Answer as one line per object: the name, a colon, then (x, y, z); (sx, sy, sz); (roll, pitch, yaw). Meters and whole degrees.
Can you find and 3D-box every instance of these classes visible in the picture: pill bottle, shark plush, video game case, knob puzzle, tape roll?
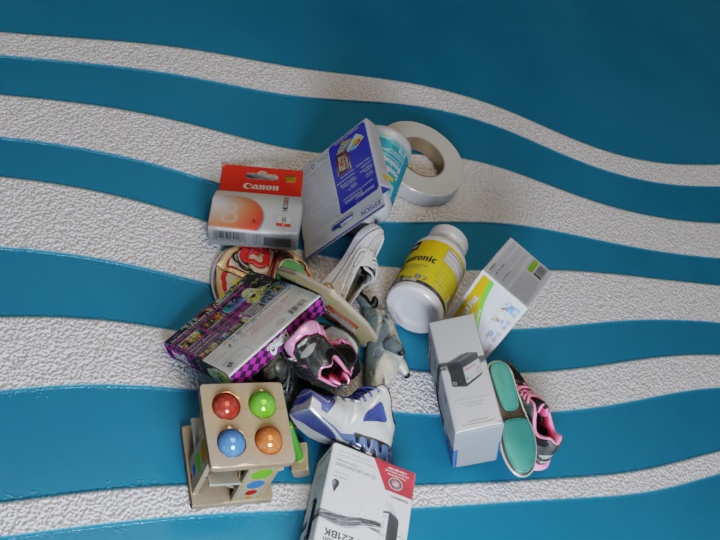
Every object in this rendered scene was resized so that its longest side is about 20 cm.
pill bottle: (0.130, 0.009, 1.676); (0.110, 0.112, 0.201); (32, 47, 0)
pill bottle: (0.021, -0.167, 1.741); (0.109, 0.111, 0.203); (24, 62, -7)
shark plush: (0.020, 0.109, 1.580); (0.082, 0.091, 0.204); (-19, 66, -2)
video game case: (-0.180, 0.087, 1.423); (0.179, 0.036, 0.200); (16, 47, 43)
knob puzzle: (-0.048, 0.046, 1.469); (0.218, 0.220, 0.031); (36, 77, 3)
tape roll: (0.120, -0.223, 1.896); (0.198, 0.037, 0.206); (14, 51, -17)

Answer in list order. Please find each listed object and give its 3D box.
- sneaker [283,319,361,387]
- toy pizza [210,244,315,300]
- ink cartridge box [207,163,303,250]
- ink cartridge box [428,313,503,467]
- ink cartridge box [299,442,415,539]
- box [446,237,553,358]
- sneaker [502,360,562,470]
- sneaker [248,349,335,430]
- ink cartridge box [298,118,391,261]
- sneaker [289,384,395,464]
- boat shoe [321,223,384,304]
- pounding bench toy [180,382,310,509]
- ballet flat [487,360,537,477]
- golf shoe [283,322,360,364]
sneaker: (-0.042, 0.149, 1.406); (0.095, 0.079, 0.200); (46, 5, 29)
toy pizza: (-0.159, 0.025, 1.574); (0.196, 0.032, 0.204); (14, 51, -17)
ink cartridge box: (-0.181, -0.129, 1.636); (0.158, 0.051, 0.203); (4, 51, -3)
ink cartridge box: (0.170, 0.200, 1.518); (0.082, 0.146, 0.204); (-10, 57, -2)
ink cartridge box: (-0.008, 0.380, 1.345); (0.142, 0.084, 0.203); (22, 49, -10)
box: (0.237, 0.061, 1.629); (0.101, 0.201, 0.112); (40, 50, 9)
sneaker: (0.291, 0.236, 1.585); (0.077, 0.096, 0.203); (-6, 57, -27)
sneaker: (-0.110, 0.185, 1.425); (0.196, 0.115, 0.077); (20, 49, -16)
ink cartridge box: (-0.033, -0.140, 1.655); (0.047, 0.196, 0.204); (24, 44, -44)
sneaker: (-0.015, 0.220, 1.431); (0.198, 0.080, 0.117); (36, 57, -28)
boat shoe: (0.000, 0.000, 1.632); (0.064, 0.074, 0.201); (18, 57, 26)
pounding bench toy: (-0.144, 0.247, 1.330); (0.196, 0.157, 0.126); (1, 54, -25)
ballet flat: (0.247, 0.253, 1.539); (0.068, 0.070, 0.204); (1, 61, -25)
golf shoe: (-0.093, 0.127, 1.482); (0.195, 0.079, 0.088); (10, 12, -12)
